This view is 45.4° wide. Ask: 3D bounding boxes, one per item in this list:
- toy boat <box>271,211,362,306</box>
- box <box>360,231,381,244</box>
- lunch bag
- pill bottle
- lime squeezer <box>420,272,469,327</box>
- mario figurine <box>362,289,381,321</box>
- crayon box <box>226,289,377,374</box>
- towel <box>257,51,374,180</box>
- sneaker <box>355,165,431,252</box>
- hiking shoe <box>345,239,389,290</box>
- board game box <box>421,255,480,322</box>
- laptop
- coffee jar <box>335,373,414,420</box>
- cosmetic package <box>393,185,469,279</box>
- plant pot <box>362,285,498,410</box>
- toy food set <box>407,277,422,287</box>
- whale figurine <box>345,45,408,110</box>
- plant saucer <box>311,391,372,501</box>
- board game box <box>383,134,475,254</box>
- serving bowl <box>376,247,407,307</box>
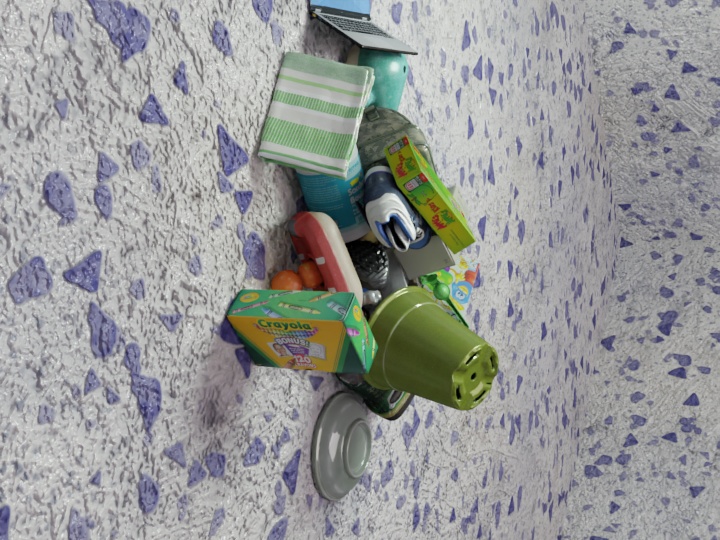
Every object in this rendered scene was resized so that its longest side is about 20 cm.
[{"bbox_3d":[-0.083,0.010,1.396,0.130,0.130,0.201,-26,102,-17],"label":"toy boat"},{"bbox_3d":[0.009,-0.105,1.660,0.200,0.021,0.164,-58,141,-45],"label":"box"},{"bbox_3d":[0.062,-0.185,1.578,0.168,0.139,0.200,-108,176,-47],"label":"lunch bag"},{"bbox_3d":[-0.048,-0.153,1.447,0.111,0.110,0.201,-56,139,-46],"label":"pill bottle"},{"bbox_3d":[0.159,0.038,1.747,0.038,0.071,0.200,-44,119,2],"label":"lime squeezer"},{"bbox_3d":[-0.017,0.103,1.532,0.200,0.105,0.124,-40,126,-58],"label":"mario figurine"},{"bbox_3d":[-0.086,0.090,1.287,0.058,0.199,0.119,-65,145,-39],"label":"crayon box"},{"bbox_3d":[-0.070,-0.249,1.364,0.023,0.152,0.201,94,9,-70],"label":"towel"},{"bbox_3d":[0.065,-0.064,1.428,0.200,0.080,0.147,54,21,-41],"label":"sneaker"},{"bbox_3d":[0.000,0.000,1.487,0.075,0.200,0.101,-19,120,-15],"label":"hiking shoe"},{"bbox_3d":[0.171,0.069,1.831,0.105,0.102,0.201,102,6,-80],"label":"board game box"},{"bbox_3d":[0.005,-0.481,1.512,0.187,0.200,0.116,-14,138,-54],"label":"laptop"},{"bbox_3d":[0.034,0.210,1.646,0.104,0.085,0.200,-54,143,-13],"label":"coffee jar"},{"bbox_3d":[0.139,-0.075,1.644,0.071,0.105,0.200,60,26,-23],"label":"cosmetic package"},{"bbox_3d":[0.133,0.152,1.502,0.199,0.190,0.201,-21,123,-38],"label":"plant pot"},{"bbox_3d":[0.096,-0.064,1.779,0.144,0.060,0.201,-69,150,-46],"label":"toy food set"},{"bbox_3d":[0.045,-0.338,1.625,0.159,0.103,0.201,-44,128,-55],"label":"whale figurine"},{"bbox_3d":[-0.022,0.328,1.595,0.200,0.050,0.201,-6,97,-62],"label":"plant saucer"},{"bbox_3d":[0.119,-0.126,1.462,0.200,0.047,0.102,46,18,-41],"label":"board game box"},{"bbox_3d":[0.061,0.058,1.674,0.200,0.065,0.201,163,-90,-89],"label":"serving bowl"}]
